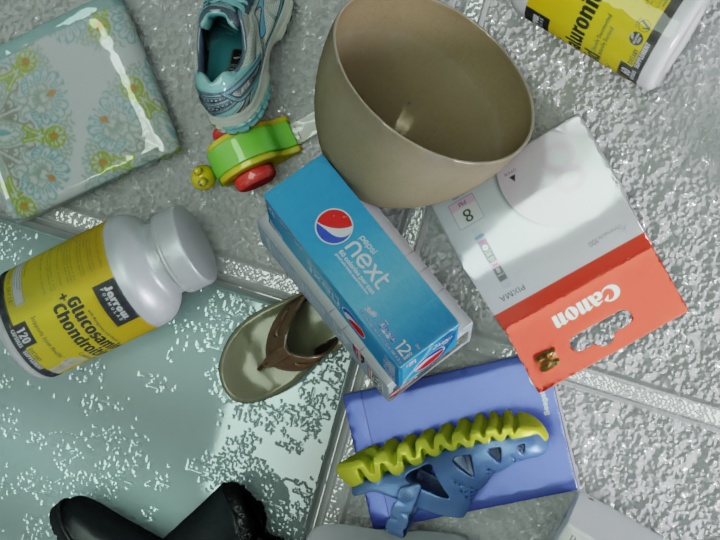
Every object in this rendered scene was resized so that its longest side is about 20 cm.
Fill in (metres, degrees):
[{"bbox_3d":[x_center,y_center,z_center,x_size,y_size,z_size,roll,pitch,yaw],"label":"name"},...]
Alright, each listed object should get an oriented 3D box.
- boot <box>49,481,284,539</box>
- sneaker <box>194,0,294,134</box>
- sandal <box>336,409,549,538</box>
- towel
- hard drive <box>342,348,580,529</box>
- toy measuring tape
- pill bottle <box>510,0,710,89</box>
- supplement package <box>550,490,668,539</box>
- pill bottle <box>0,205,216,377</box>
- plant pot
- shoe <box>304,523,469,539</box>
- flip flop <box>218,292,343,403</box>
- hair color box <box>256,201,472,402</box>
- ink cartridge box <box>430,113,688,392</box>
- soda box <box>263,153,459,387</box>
[{"bbox_3d":[-0.180,0.255,1.385,0.168,0.076,0.200,-43,89,14],"label":"boot"},{"bbox_3d":[-0.113,-0.233,1.332,0.077,0.086,0.201,-3,67,15],"label":"sneaker"},{"bbox_3d":[0.081,0.185,1.302,0.199,0.079,0.087,-19,90,22],"label":"sandal"},{"bbox_3d":[-0.293,-0.159,1.419,0.199,0.048,0.172,-23,89,13],"label":"towel"},{"bbox_3d":[0.094,0.160,1.346,0.199,0.025,0.133,-14,88,13],"label":"hard drive"},{"bbox_3d":[-0.078,-0.128,1.356,0.199,0.074,0.074,-27,85,13],"label":"toy measuring tape"},{"bbox_3d":[0.202,-0.256,1.267,0.200,0.111,0.112,33,98,11],"label":"pill bottle"},{"bbox_3d":[0.223,0.338,1.258,0.191,0.147,0.201,28,98,11],"label":"supplement package"},{"bbox_3d":[-0.244,0.016,1.369,0.199,0.112,0.112,-26,86,13],"label":"pill bottle"},{"bbox_3d":[0.037,-0.133,1.285,0.200,0.200,0.135,45,134,8],"label":"plant pot"},{"bbox_3d":[0.034,0.294,1.346,0.199,0.072,0.091,11,139,-10],"label":"shoe"},{"bbox_3d":[-0.050,0.060,1.359,0.199,0.058,0.081,-26,90,10],"label":"flip flop"},{"bbox_3d":[0.003,0.010,1.315,0.099,0.061,0.200,-36,73,-11],"label":"hair color box"},{"bbox_3d":[0.178,-0.016,1.297,0.162,0.057,0.201,-30,72,12],"label":"ink cartridge box"},{"bbox_3d":[0.000,0.000,1.252,0.068,0.064,0.200,-35,74,-11],"label":"soda box"}]
